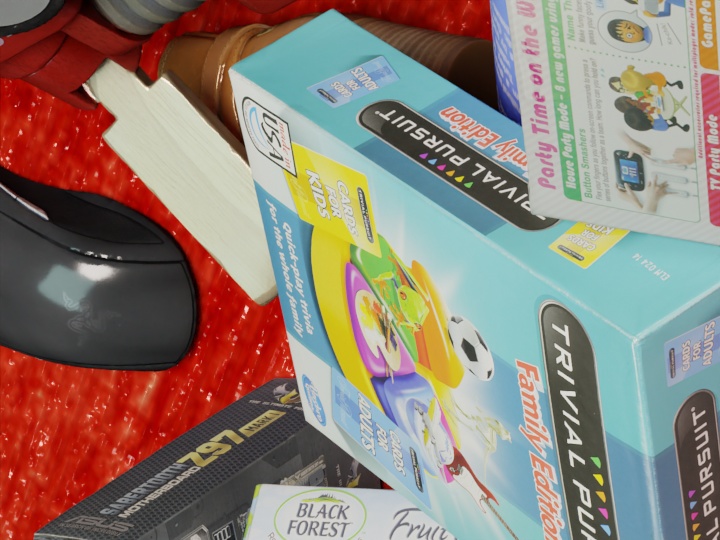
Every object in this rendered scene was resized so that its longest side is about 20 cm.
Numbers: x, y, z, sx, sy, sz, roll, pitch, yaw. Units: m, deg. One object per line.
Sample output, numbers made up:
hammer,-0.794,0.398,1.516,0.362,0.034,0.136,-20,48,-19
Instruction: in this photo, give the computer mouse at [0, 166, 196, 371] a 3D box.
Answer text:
computer mouse,-0.161,0.018,1.205,0.199,0.046,0.141,26,122,26

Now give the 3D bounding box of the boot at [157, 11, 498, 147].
boot,0.000,0.000,1.061,0.155,0.077,0.201,6,124,43

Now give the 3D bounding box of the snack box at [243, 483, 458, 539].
snack box,0.073,0.125,1.018,0.199,0.142,0.053,-1,64,37

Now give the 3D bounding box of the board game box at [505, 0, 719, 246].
board game box,0.139,-0.066,0.743,0.199,0.065,0.148,11,143,17

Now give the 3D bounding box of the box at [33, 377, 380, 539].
box,-0.044,0.162,1.107,0.051,0.157,0.201,5,113,36

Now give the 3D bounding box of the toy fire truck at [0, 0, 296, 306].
toy fire truck,-0.066,-0.090,0.962,0.175,0.200,0.130,-25,57,28

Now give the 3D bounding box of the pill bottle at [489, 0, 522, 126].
pill bottle,0.096,-0.077,0.901,0.112,0.112,0.201,25,145,26

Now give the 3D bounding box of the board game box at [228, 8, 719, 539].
board game box,0.044,0.025,0.894,0.200,0.047,0.152,35,147,44
